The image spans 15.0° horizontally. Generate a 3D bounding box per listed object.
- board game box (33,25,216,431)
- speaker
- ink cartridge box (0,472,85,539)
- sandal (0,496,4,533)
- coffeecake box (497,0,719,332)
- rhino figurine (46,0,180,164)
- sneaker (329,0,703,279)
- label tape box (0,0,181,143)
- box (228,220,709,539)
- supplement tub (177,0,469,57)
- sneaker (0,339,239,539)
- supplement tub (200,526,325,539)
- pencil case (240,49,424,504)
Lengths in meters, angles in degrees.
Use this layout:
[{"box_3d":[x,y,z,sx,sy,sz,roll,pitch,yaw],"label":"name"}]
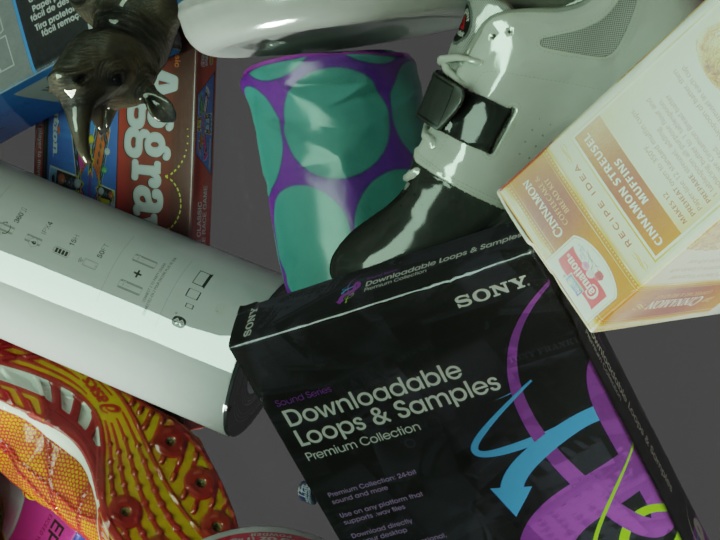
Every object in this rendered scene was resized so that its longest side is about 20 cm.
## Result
[{"box_3d":[-0.119,-0.026,1.361,0.103,0.019,0.201,6,97,33],"label":"board game box"},{"box_3d":[-0.134,0.005,1.303,0.199,0.081,0.081,22,106,13],"label":"speaker"},{"box_3d":[-0.189,0.134,1.414,0.200,0.037,0.095,40,115,23],"label":"ink cartridge box"},{"box_3d":[-0.203,0.128,1.361,0.054,0.080,0.201,-26,80,18],"label":"sandal"},{"box_3d":[0.176,-0.066,1.074,0.200,0.153,0.073,-43,70,29],"label":"coffeecake box"},{"box_3d":[-0.107,-0.138,1.239,0.060,0.087,0.201,-7,62,25],"label":"rhino figurine"},{"box_3d":[0.055,-0.070,1.164,0.200,0.074,0.089,-38,100,1],"label":"sneaker"},{"box_3d":[-0.182,-0.175,1.349,0.144,0.063,0.201,-24,75,30],"label":"label tape box"},{"box_3d":[0.051,0.080,1.164,0.143,0.036,0.200,-18,117,21],"label":"box"},{"box_3d":[-0.020,-0.201,1.202,0.144,0.144,0.201,-8,89,34],"label":"supplement tub"},{"box_3d":[-0.132,0.094,1.346,0.200,0.073,0.077,44,149,18],"label":"sneaker"},{"box_3d":[-0.043,0.203,1.201,0.140,0.200,0.141,0,101,-2],"label":"supplement tub"},{"box_3d":[0.000,0.000,1.242,0.092,0.085,0.201,164,97,-68],"label":"pencil case"}]
